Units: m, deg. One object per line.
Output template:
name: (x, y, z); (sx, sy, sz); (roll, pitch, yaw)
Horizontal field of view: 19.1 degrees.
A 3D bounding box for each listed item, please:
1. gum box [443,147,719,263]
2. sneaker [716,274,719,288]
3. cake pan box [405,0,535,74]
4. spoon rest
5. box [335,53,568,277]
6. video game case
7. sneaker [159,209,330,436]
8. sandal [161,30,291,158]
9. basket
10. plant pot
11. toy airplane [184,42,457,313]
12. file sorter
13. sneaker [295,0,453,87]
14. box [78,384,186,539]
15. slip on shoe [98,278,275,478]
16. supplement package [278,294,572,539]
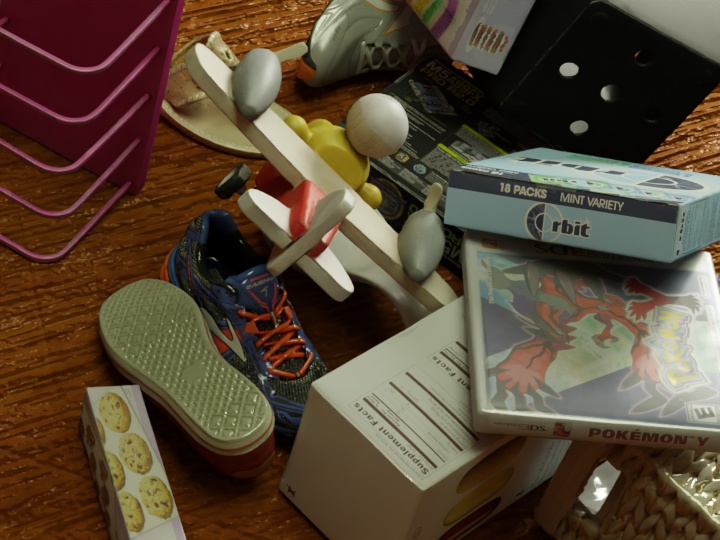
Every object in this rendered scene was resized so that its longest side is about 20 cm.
gum box: (0.175, -0.050, 1.552); (0.168, 0.045, 0.200); (11, 10, 21)
sneaker: (0.264, 0.019, 1.658); (0.198, 0.081, 0.084); (13, 38, -7)
cake pan box: (0.103, -0.283, 1.688); (0.052, 0.201, 0.185); (15, 26, -30)
spoon rest: (0.000, 0.000, 1.590); (0.099, 0.061, 0.200); (-19, 56, -34)
box: (0.088, -0.075, 1.709); (0.199, 0.044, 0.160); (36, 45, 15)
video game case: (0.161, 0.044, 1.442); (0.180, 0.023, 0.201); (5, 37, -4)
sneaker: (-0.077, 0.037, 1.511); (0.075, 0.079, 0.200); (-21, 56, -34)
sandal: (-0.136, -0.162, 1.694); (0.210, 0.070, 0.078); (25, 43, 5)
basket: (0.240, 0.133, 1.492); (0.123, 0.136, 0.199); (42, 48, 20)
plant pot: (0.193, -0.200, 1.720); (0.199, 0.200, 0.178); (25, 38, -22)
toy airplane: (-0.022, -0.065, 1.478); (0.141, 0.200, 0.199); (-44, 59, 3)
file sorter: (-0.229, -0.127, 1.534); (0.138, 0.201, 0.126); (28, 46, 9)
sneaker: (0.030, -0.196, 1.791); (0.092, 0.076, 0.200); (40, 48, 15)
box: (-0.142, 0.162, 1.391); (0.041, 0.039, 0.201); (-3, 48, -22)
slip on shoe: (-0.121, 0.075, 1.476); (0.074, 0.062, 0.200); (-31, 47, -18)
supplement package: (0.058, 0.108, 1.464); (0.199, 0.114, 0.109); (-29, 60, -38)
